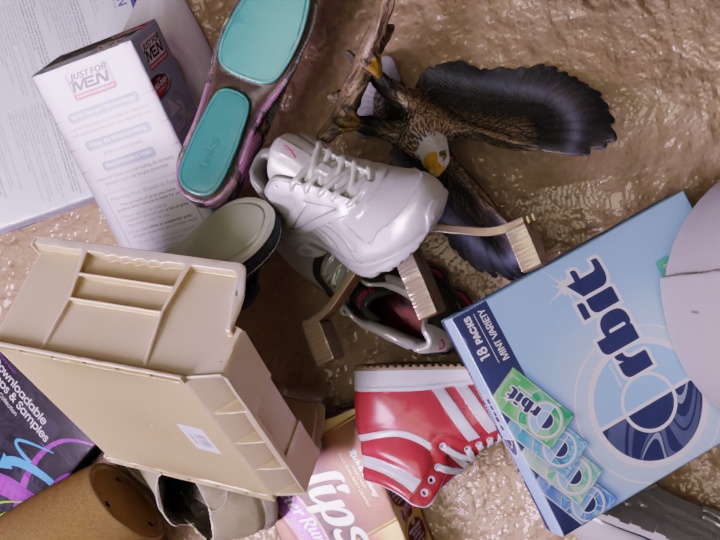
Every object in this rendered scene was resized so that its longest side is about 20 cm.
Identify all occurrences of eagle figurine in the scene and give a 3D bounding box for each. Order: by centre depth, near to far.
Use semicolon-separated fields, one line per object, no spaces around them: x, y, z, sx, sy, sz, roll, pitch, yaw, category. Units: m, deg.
0.070;-0.098;0.749;0.198;0.153;0.152;23;151;-13;eagle figurine

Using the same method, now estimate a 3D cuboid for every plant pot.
-0.279;0.283;0.895;0.200;0.186;0.186;-45;81;6;plant pot

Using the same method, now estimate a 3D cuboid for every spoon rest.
-0.174;-0.214;0.844;0.098;0.061;0.203;0;103;-2;spoon rest

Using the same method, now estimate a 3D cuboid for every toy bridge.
0.041;0.002;0.716;0.198;0.027;0.068;-27;82;22;toy bridge

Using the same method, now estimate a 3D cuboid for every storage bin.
-0.143;0.080;0.746;0.196;0.201;0.095;7;56;22;storage bin

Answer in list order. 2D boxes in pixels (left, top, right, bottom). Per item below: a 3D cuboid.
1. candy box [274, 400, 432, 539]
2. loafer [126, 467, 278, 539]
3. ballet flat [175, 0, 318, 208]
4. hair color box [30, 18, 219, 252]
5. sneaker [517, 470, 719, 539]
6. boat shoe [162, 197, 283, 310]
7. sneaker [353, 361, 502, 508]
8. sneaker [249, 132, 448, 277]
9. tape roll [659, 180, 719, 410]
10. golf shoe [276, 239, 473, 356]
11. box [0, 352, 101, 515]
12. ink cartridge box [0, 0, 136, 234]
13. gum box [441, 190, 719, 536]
-0.007;0.222;0.838;0.115;0.056;0.203;-22;90;22;candy box
-0.157;0.178;0.855;0.198;0.068;0.077;14;112;41;loafer
-0.087;-0.143;0.771;0.068;0.071;0.202;24;95;9;ballet flat
-0.178;-0.094;0.819;0.098;0.061;0.202;-14;116;19;hair color box
0.205;0.205;0.752;0.198;0.076;0.081;29;124;20;sneaker
-0.113;0.006;0.775;0.066;0.075;0.198;34;136;-28;boat shoe
0.092;0.129;0.765;0.197;0.071;0.114;-1;86;12;sneaker
-0.022;-0.055;0.699;0.199;0.099;0.078;3;55;53;sneaker
0.310;0.016;0.618;0.199;0.139;0.206;0;88;1;tape roll
0.000;0.000;0.792;0.198;0.088;0.078;31;108;16;golf shoe
-0.344;0.170;0.968;0.143;0.036;0.200;46;108;10;box
-0.276;-0.157;0.888;0.197;0.043;0.199;-18;90;1;ink cartridge box
0.185;0.065;0.706;0.198;0.045;0.172;-27;87;-7;gum box
